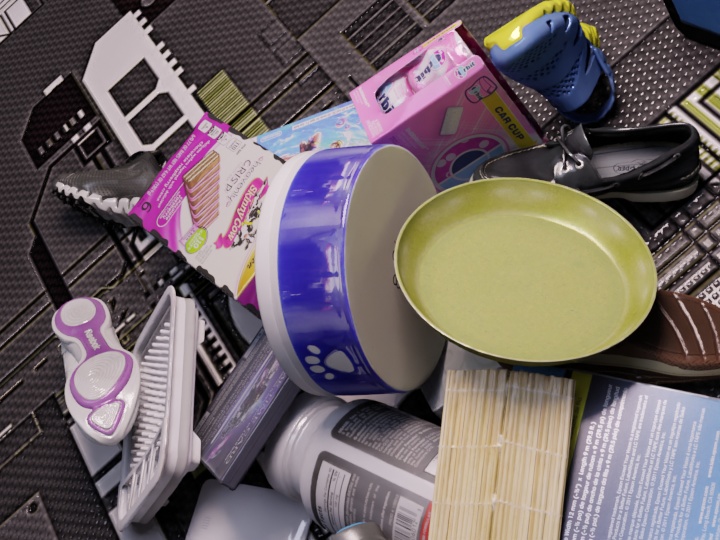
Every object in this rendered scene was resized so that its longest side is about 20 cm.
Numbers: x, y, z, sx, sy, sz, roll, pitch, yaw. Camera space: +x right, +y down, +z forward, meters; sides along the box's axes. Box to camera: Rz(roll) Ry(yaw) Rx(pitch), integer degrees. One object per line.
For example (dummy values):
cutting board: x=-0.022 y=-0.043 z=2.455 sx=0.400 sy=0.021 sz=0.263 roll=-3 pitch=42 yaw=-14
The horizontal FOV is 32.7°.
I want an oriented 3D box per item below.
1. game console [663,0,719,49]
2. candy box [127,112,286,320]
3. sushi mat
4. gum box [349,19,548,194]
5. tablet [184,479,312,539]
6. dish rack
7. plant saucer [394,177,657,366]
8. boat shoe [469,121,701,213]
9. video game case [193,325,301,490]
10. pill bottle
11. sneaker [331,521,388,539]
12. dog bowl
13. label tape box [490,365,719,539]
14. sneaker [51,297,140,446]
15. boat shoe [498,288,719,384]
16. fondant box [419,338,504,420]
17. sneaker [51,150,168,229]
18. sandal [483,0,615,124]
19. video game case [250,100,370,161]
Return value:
game console: x=0.284 y=-0.191 z=0.996 sx=0.118 sy=0.200 sz=0.173 roll=-4 pitch=62 yaw=30
candy box: x=-0.122 y=-0.055 z=1.199 sx=0.200 sy=0.061 sz=0.137 roll=33 pitch=85 yaw=40
sushi mat: x=0.098 y=0.171 z=0.885 sx=0.095 sy=0.012 sz=0.201 roll=4 pitch=78 yaw=18
gum box: x=0.087 y=-0.119 z=1.073 sx=0.113 sy=0.200 sz=0.066 roll=-33 pitch=51 yaw=14
tablet: x=-0.120 y=0.289 z=1.090 sx=0.130 sy=0.014 sz=0.201 roll=3 pitch=66 yaw=32
dish rack: x=-0.186 y=0.133 z=1.158 sx=0.172 sy=0.043 sz=0.201 roll=128 pitch=146 yaw=-52
plant saucer: x=0.124 y=0.004 z=0.939 sx=0.199 sy=0.031 sz=0.200 roll=1 pitch=44 yaw=-1
boat shoe: x=0.191 y=-0.093 z=1.026 sx=0.198 sy=0.066 sz=0.075 roll=0 pitch=47 yaw=-3
video game case: x=-0.098 y=0.115 z=1.099 sx=0.143 sy=0.019 sz=0.200 roll=-57 pitch=15 yaw=-8
pill bottle: x=0.023 y=0.172 z=1.002 sx=0.200 sy=0.116 sz=0.116 roll=19 pitch=75 yaw=37
sneaker: x=-0.008 y=0.292 z=0.924 sx=0.082 sy=0.073 sz=0.201 roll=41 pitch=129 yaw=49
dog bowl: x=0.000 y=0.000 z=0.986 sx=0.079 sy=0.200 sz=0.201 roll=-4 pitch=62 yaw=28
label tape box: x=0.197 y=0.159 z=0.910 sx=0.199 sy=0.066 sz=0.144 roll=10 pitch=69 yaw=22
sneaker: x=-0.252 y=0.112 z=1.216 sx=0.075 sy=0.100 sz=0.200 roll=-17 pitch=38 yaw=-9
boat shoe: x=0.203 y=0.059 z=0.971 sx=0.201 sy=0.075 sz=0.075 roll=8 pitch=50 yaw=1
fondant box: x=0.124 y=0.023 z=1.064 sx=0.200 sy=0.058 sz=0.145 roll=-35 pitch=51 yaw=8
sneaker: x=-0.253 y=-0.093 z=1.360 sx=0.199 sy=0.066 sz=0.091 roll=12 pitch=68 yaw=32
sandal: x=0.176 y=-0.179 z=1.079 sx=0.079 sy=0.200 sz=0.087 roll=-28 pitch=76 yaw=29
video game case: x=-0.032 y=-0.075 z=1.224 sx=0.199 sy=0.045 sz=0.182 roll=-18 pitch=57 yaw=22
